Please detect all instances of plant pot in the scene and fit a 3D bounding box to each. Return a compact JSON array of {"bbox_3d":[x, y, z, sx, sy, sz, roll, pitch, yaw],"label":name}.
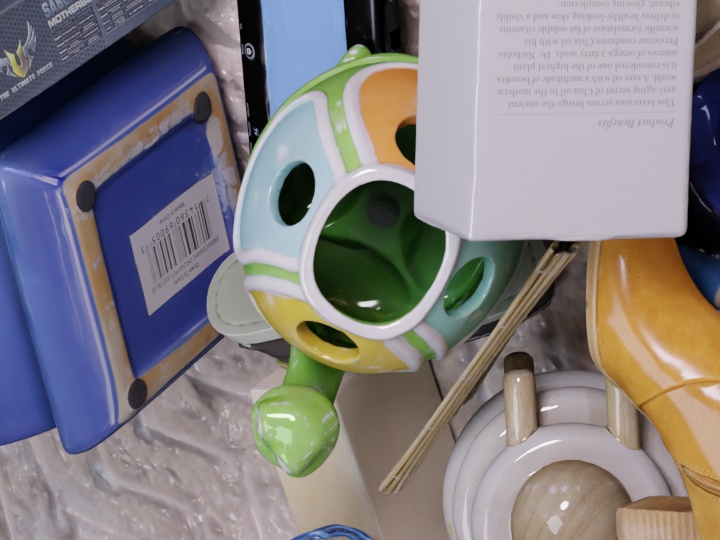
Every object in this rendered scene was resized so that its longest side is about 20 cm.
[{"bbox_3d":[-0.169,-0.022,1.574,0.179,0.200,0.201,6,120,33],"label":"plant pot"}]

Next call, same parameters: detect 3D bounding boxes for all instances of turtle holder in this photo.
[{"bbox_3d":[-0.004,-0.010,1.380,0.185,0.132,0.141,-37,100,10],"label":"turtle holder"}]

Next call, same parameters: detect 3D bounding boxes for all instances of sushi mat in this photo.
[{"bbox_3d":[0.070,0.026,1.387,0.012,0.096,0.200,36,136,3],"label":"sushi mat"}]

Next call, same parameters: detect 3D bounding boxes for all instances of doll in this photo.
[{"bbox_3d":[0.161,-0.043,1.345,0.200,0.048,0.137,-31,75,52],"label":"doll"}]

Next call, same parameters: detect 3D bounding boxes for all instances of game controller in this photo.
[{"bbox_3d":[-0.021,-0.105,1.469,0.104,0.042,0.201,11,114,37],"label":"game controller"}]

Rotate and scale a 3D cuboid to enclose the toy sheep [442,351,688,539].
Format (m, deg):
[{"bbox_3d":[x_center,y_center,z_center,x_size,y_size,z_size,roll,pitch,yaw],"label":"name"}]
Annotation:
[{"bbox_3d":[0.103,0.108,1.435,0.137,0.200,0.139,1,94,7],"label":"toy sheep"}]

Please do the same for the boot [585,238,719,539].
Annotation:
[{"bbox_3d":[0.179,0.051,1.300,0.143,0.071,0.202,0,102,31],"label":"boot"}]

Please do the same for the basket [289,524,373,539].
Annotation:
[{"bbox_3d":[-0.018,0.213,1.494,0.177,0.139,0.200,60,170,-8],"label":"basket"}]

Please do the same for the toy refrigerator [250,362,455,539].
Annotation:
[{"bbox_3d":[0.013,0.136,1.593,0.070,0.076,0.201,1,118,43],"label":"toy refrigerator"}]

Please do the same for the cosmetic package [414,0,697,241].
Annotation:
[{"bbox_3d":[0.082,-0.116,1.225,0.071,0.101,0.201,-154,64,-67],"label":"cosmetic package"}]

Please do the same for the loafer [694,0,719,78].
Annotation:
[{"bbox_3d":[0.156,-0.148,1.254,0.200,0.068,0.076,-43,55,43],"label":"loafer"}]

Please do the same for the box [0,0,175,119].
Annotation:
[{"bbox_3d":[-0.177,-0.135,1.492,0.157,0.200,0.051,1,121,43],"label":"box"}]

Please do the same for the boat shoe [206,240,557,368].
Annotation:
[{"bbox_3d":[0.018,0.012,1.515,0.200,0.072,0.061,-5,153,33],"label":"boat shoe"}]
